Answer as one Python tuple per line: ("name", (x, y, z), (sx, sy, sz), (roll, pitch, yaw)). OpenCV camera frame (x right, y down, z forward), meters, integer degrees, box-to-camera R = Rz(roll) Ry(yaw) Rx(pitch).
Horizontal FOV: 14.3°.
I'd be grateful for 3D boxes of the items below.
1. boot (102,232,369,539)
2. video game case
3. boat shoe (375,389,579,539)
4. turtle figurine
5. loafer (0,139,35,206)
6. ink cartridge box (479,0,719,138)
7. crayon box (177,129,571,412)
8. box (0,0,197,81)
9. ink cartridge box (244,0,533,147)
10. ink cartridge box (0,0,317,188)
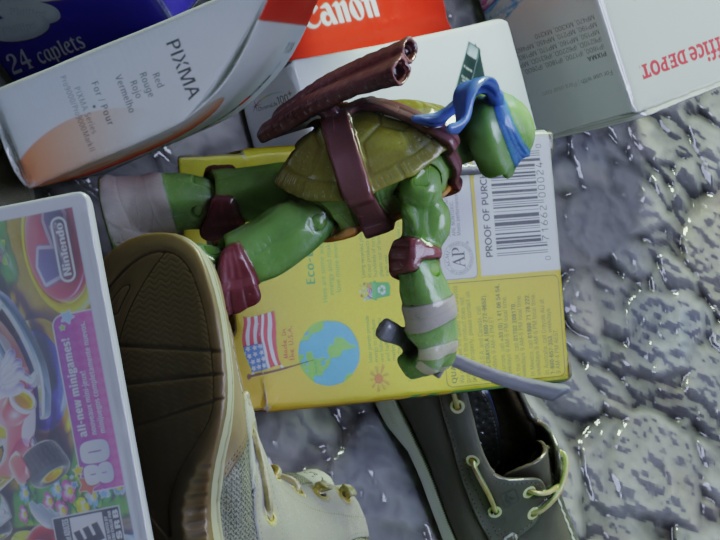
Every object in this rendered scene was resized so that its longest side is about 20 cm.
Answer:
("boot", (-0.053, 0.085, 1.182), (0.155, 0.072, 0.201), (-2, 85, -67))
("video game case", (-0.188, 0.058, 1.091), (0.018, 0.199, 0.144), (86, -7, -85))
("boat shoe", (0.070, 0.100, 1.488), (0.202, 0.060, 0.072), (60, 40, -18))
("turtle figurine", (-0.010, -0.002, 1.276), (0.200, 0.193, 0.144), (77, 0, -70))
("loafer", (-0.147, 0.018, 1.231), (0.070, 0.075, 0.201), (-12, 88, -48))
("ink cartridge box", (0.131, -0.186, 1.642), (0.147, 0.085, 0.201), (-21, 96, -53))
("crayon box", (0.000, 0.000, 1.388), (0.199, 0.051, 0.127), (-4, 89, -26))
("box", (-0.133, -0.224, 1.307), (0.200, 0.105, 0.184), (56, 41, -22))
("ink cartridge box", (0.010, -0.113, 1.500), (0.200, 0.043, 0.174), (-17, 93, -52))
("ink cartridge box", (-0.048, -0.093, 1.250), (0.162, 0.199, 0.050), (-33, 104, -83))
